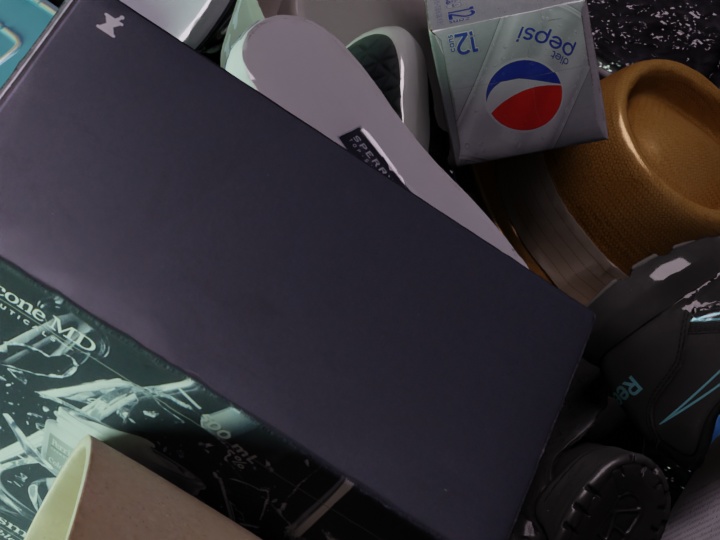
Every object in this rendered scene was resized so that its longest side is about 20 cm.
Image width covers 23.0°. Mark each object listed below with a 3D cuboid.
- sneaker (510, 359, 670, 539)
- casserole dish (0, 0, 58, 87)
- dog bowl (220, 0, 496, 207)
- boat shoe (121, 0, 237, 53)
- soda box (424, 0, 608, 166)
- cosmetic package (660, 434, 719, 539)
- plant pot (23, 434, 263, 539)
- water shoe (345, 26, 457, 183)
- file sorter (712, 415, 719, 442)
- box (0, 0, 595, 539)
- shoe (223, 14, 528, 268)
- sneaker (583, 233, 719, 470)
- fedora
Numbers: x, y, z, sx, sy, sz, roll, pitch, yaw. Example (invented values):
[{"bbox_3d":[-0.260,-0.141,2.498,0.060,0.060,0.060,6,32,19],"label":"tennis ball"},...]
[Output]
[{"bbox_3d":[0.056,0.119,0.725,0.200,0.060,0.104,-46,21,-12],"label":"sneaker"},{"bbox_3d":[-0.213,-0.085,0.894,0.121,0.039,0.200,34,58,28],"label":"casserole dish"},{"bbox_3d":[0.017,-0.089,0.899,0.199,0.059,0.201,25,37,-20],"label":"dog bowl"},{"bbox_3d":[-0.093,-0.152,0.992,0.071,0.068,0.201,24,66,25],"label":"boat shoe"},{"bbox_3d":[0.064,-0.117,0.807,0.068,0.064,0.200,-11,25,4],"label":"soda box"},{"bbox_3d":[0.155,0.131,0.688,0.071,0.101,0.200,46,48,-4],"label":"cosmetic package"},{"bbox_3d":[-0.027,0.175,0.522,0.199,0.188,0.188,25,41,-10],"label":"plant pot"},{"bbox_3d":[0.020,-0.005,0.790,0.071,0.202,0.078,-5,-7,43],"label":"water shoe"},{"bbox_3d":[0.270,0.053,0.788,0.199,0.123,0.139,31,48,23],"label":"file sorter"},{"bbox_3d":[-0.057,0.037,0.599,0.199,0.182,0.105,32,54,-6],"label":"box"},{"bbox_3d":[0.000,0.000,0.714,0.071,0.091,0.201,-23,71,-37],"label":"shoe"},{"bbox_3d":[0.186,0.005,0.712,0.199,0.075,0.080,-31,71,3],"label":"sneaker"},{"bbox_3d":[0.138,-0.040,0.838,0.200,0.082,0.202,29,42,-30],"label":"fedora"}]
